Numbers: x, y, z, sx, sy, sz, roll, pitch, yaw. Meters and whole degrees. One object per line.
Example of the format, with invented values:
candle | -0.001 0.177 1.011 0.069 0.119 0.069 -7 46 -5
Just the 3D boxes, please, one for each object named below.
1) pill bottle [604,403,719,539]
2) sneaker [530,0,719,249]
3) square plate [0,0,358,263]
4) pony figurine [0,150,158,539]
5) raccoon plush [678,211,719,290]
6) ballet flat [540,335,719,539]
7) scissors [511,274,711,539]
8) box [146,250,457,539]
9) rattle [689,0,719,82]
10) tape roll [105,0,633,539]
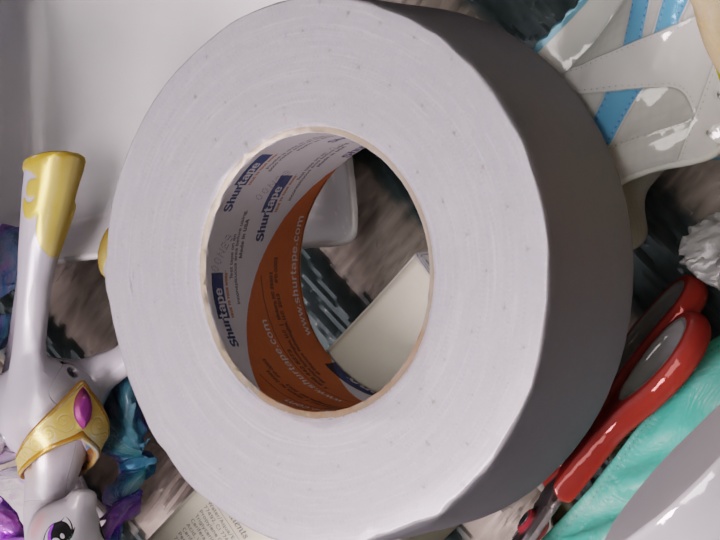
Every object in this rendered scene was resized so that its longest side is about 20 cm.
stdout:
pill bottle | 0.185 0.130 0.743 0.200 0.116 0.116 43 115 1
sneaker | 0.128 -0.091 0.821 0.081 0.076 0.200 47 122 11
square plate | -0.087 -0.106 0.972 0.199 0.028 0.200 -3 92 32
pony figurine | -0.158 0.066 0.947 0.192 0.166 0.202 -13 74 46
raccoon plush | 0.210 -0.022 0.764 0.199 0.097 0.135 28 100 27
ballet flat | 0.106 0.100 0.856 0.200 0.067 0.071 -50 33 22
scissors | 0.073 0.087 0.847 0.014 0.073 0.201 34 99 -10
box | 0.000 0.084 0.911 0.200 0.068 0.082 -45 71 26
rattle | 0.205 -0.102 0.704 0.199 0.143 0.131 -23 101 13
tape roll | 0.000 0.000 0.827 0.199 0.066 0.202 1 91 34
